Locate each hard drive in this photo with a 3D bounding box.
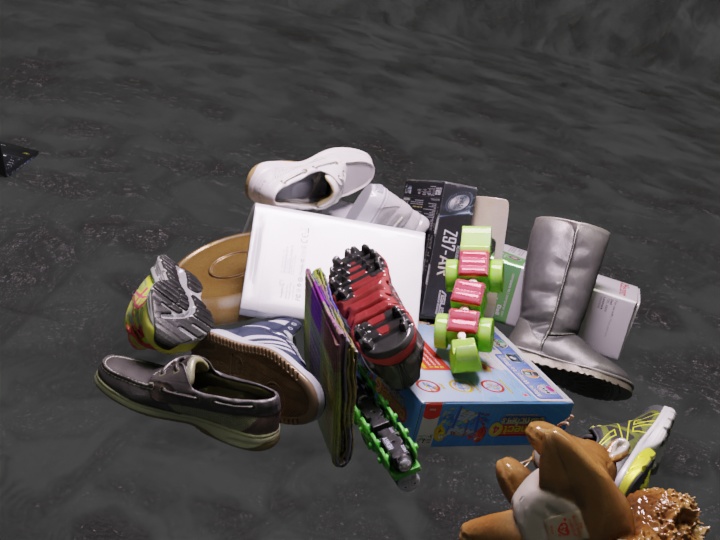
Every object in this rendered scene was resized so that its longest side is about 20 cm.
[{"bbox_3d":[-0.030,0.003,1.439,0.198,0.027,0.133,9,64,-7],"label":"hard drive"}]

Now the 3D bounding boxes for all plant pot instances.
[{"bbox_3d":[-0.145,0.002,1.504,0.198,0.028,0.201,-10,28,6],"label":"plant pot"}]

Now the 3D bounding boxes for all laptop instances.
[{"bbox_3d":[-0.553,-0.201,1.758,0.176,0.104,0.200,16,21,1],"label":"laptop"}]

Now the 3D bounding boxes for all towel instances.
[{"bbox_3d":[-0.033,0.095,1.303,0.023,0.145,0.200,-3,22,-11],"label":"towel"}]

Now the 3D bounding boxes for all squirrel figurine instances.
[{"bbox_3d":[0.218,0.226,1.197,0.199,0.142,0.186,35,15,12],"label":"squirrel figurine"}]

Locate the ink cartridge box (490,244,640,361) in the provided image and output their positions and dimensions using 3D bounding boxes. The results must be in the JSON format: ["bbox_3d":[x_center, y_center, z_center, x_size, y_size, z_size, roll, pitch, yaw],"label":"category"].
[{"bbox_3d":[0.261,0.039,1.684,0.198,0.085,0.145,18,11,10],"label":"ink cartridge box"}]

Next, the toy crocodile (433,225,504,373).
[{"bbox_3d":[0.122,0.029,1.430,0.067,0.062,0.201,5,56,11],"label":"toy crocodile"}]

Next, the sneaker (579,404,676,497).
[{"bbox_3d":[0.282,0.186,1.373,0.084,0.075,0.200,21,22,19],"label":"sneaker"}]

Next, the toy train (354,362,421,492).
[{"bbox_3d":[0.016,0.158,1.290,0.041,0.057,0.200,-20,28,-10],"label":"toy train"}]

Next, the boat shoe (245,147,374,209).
[{"bbox_3d":[-0.051,-0.109,1.645,0.199,0.071,0.069,-15,36,-37],"label":"boat shoe"}]

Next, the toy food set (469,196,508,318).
[{"bbox_3d":[0.137,-0.012,1.586,0.060,0.145,0.200,9,-3,-12],"label":"toy food set"}]

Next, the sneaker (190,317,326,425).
[{"bbox_3d":[-0.079,0.100,1.338,0.108,0.071,0.199,-7,19,-43],"label":"sneaker"}]

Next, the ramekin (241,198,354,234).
[{"bbox_3d":[-0.063,-0.034,1.670,0.200,0.095,0.203,13,22,-5],"label":"ramekin"}]

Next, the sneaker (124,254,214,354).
[{"bbox_3d":[-0.212,0.056,1.362,0.078,0.090,0.200,38,8,-15],"label":"sneaker"}]

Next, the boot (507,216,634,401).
[{"bbox_3d":[0.271,0.044,1.565,0.180,0.073,0.201,19,65,10],"label":"boot"}]

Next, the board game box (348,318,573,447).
[{"bbox_3d":[0.104,0.123,1.441,0.194,0.056,0.200,3,24,-27],"label":"board game box"}]

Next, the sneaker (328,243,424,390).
[{"bbox_3d":[0.018,0.053,1.358,0.070,0.098,0.201,-25,37,0],"label":"sneaker"}]

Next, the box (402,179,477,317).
[{"bbox_3d":[0.085,-0.030,1.591,0.043,0.162,0.200,9,2,-12],"label":"box"}]

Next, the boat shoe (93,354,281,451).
[{"bbox_3d":[-0.168,0.115,1.269,0.199,0.067,0.072,19,22,12],"label":"boat shoe"}]

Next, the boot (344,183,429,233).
[{"bbox_3d":[0.000,0.000,1.527,0.095,0.201,0.074,31,18,-16],"label":"boot"}]
